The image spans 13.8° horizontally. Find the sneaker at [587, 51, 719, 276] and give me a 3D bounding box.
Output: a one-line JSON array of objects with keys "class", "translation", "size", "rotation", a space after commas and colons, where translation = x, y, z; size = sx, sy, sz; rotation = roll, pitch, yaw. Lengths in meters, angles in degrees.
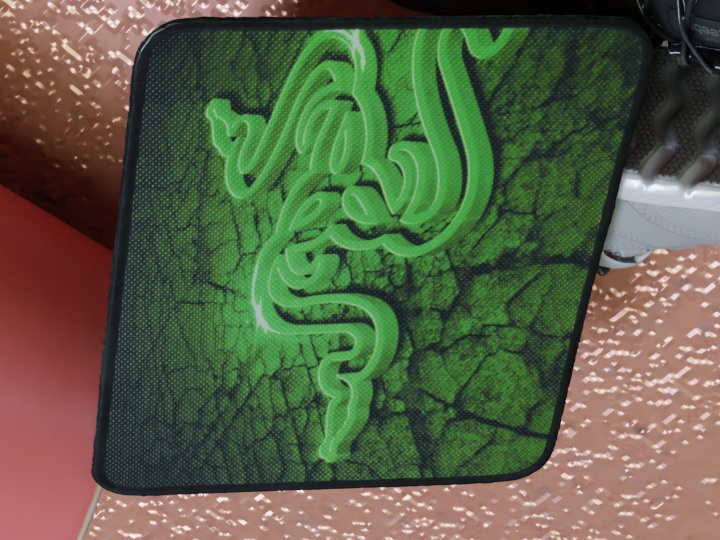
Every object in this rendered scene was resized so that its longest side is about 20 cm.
[{"class": "sneaker", "translation": [0.070, -0.028, 1.004], "size": [0.199, 0.075, 0.082], "rotation": [3, 134, 23]}]

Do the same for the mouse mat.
[{"class": "mouse mat", "translation": [0.000, 0.000, 0.943], "size": [0.160, 0.008, 0.201], "rotation": [-2, 131, -13]}]

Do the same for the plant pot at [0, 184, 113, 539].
[{"class": "plant pot", "translation": [-0.182, 0.037, 1.033], "size": [0.177, 0.201, 0.201], "rotation": [19, 128, -17]}]

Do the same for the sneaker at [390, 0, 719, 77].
[{"class": "sneaker", "translation": [0.094, -0.102, 0.923], "size": [0.199, 0.091, 0.076], "rotation": [-5, 133, 17]}]

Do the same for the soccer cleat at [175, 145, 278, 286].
[{"class": "soccer cleat", "translation": [-0.032, 0.003, 1.004], "size": [0.073, 0.068, 0.200], "rotation": [12, 147, -1]}]
